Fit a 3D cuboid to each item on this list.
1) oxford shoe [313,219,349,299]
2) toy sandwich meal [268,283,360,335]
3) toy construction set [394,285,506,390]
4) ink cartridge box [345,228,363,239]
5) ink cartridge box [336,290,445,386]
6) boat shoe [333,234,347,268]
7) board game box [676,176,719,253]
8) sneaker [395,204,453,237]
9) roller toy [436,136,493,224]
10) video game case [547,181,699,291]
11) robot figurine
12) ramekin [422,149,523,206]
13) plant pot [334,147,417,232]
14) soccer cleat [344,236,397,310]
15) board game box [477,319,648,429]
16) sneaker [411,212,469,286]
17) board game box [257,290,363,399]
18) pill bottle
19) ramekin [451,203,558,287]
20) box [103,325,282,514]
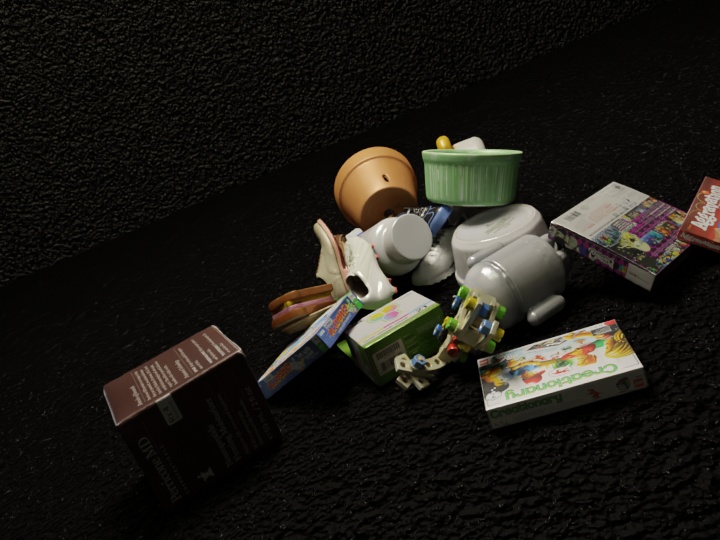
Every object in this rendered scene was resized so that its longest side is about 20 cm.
[{"bbox_3d":[-0.069,-0.017,1.412,0.073,0.071,0.202,-25,64,4],"label":"oxford shoe"},{"bbox_3d":[-0.084,0.062,1.279,0.203,0.071,0.205,-24,-3,-1],"label":"toy sandwich meal"},{"bbox_3d":[0.136,0.102,0.965,0.200,0.092,0.132,-45,13,34],"label":"toy construction set"},{"bbox_3d":[0.027,-0.067,1.620,0.099,0.040,0.199,-36,23,-33],"label":"ink cartridge box"},{"bbox_3d":[0.040,0.098,1.136,0.146,0.077,0.200,-28,22,-15],"label":"ink cartridge box"},{"bbox_3d":[-0.037,-0.021,1.523,0.073,0.076,0.201,-20,29,15],"label":"boat shoe"},{"bbox_3d":[0.575,-0.086,1.052,0.102,0.020,0.200,23,42,25],"label":"board game box"},{"bbox_3d":[0.116,-0.097,1.364,0.070,0.078,0.200,-52,5,-27],"label":"sneaker"},{"bbox_3d":[0.233,-0.194,1.503,0.138,0.200,0.185,-19,64,11],"label":"roller toy"},{"bbox_3d":[0.426,-0.062,1.053,0.199,0.036,0.180,-29,47,-35],"label":"video game case"},{"bbox_3d":[0.245,0.019,1.062,0.198,0.114,0.170,-30,47,-18],"label":"robot figurine"},{"bbox_3d":[0.219,-0.186,1.320,0.196,0.099,0.200,0,13,0],"label":"ramekin"},{"bbox_3d":[0.048,-0.162,1.528,0.197,0.202,0.141,-22,36,0],"label":"plant pot"},{"bbox_3d":[0.000,0.000,1.238,0.076,0.070,0.201,-3,37,-24],"label":"soccer cleat"},{"bbox_3d":[0.257,0.135,0.875,0.197,0.035,0.127,-19,20,11],"label":"board game box"},{"bbox_3d":[0.164,-0.039,1.346,0.076,0.081,0.199,4,34,47],"label":"sneaker"},{"bbox_3d":[-0.089,0.129,1.134,0.200,0.034,0.136,-42,6,37],"label":"board game box"},{"bbox_3d":[0.059,-0.042,1.330,0.114,0.115,0.200,-32,2,-26],"label":"pill bottle"},{"bbox_3d":[0.261,-0.048,1.242,0.200,0.095,0.203,-20,20,7],"label":"ramekin"},{"bbox_3d":[-0.256,0.217,1.017,0.198,0.168,0.164,-30,22,-21],"label":"box"}]
